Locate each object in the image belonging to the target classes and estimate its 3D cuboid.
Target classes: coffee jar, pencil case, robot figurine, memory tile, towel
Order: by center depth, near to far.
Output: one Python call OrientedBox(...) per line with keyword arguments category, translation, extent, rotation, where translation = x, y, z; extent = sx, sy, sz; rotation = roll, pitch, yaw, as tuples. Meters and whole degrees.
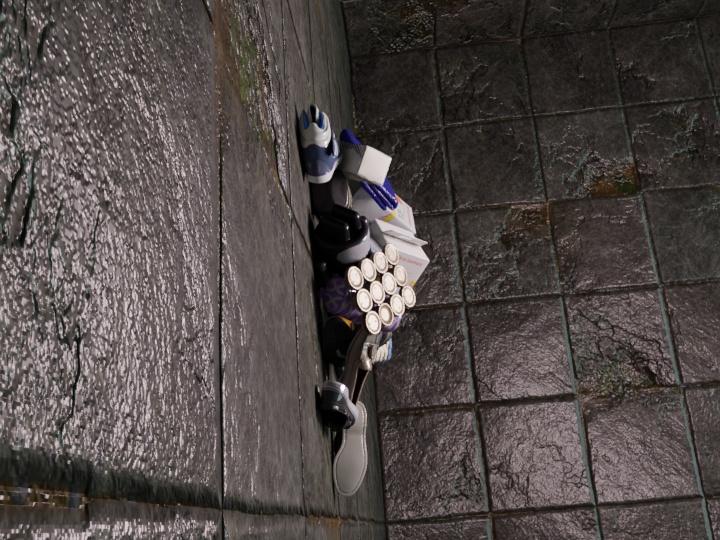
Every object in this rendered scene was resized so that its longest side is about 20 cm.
OrientedBox(category="memory tile", translation=(0.044, 0.039, 1.612), extent=(0.199, 0.017, 0.156), rotation=(-32, 101, -50))
OrientedBox(category="pencil case", translation=(0.002, 0.077, 1.629), extent=(0.198, 0.085, 0.085), rotation=(25, 69, -40))
OrientedBox(category="robot figurine", translation=(-0.039, -0.045, 1.640), extent=(0.126, 0.148, 0.202), rotation=(-114, -167, -45))
OrientedBox(category="coffee jar", translation=(-0.062, -0.166, 1.733), extent=(0.200, 0.084, 0.106), rotation=(39, 45, -85))
OrientedBox(category="towel", translation=(0.015, -0.242, 1.841), extent=(0.147, 0.049, 0.202), rotation=(37, 21, -43))

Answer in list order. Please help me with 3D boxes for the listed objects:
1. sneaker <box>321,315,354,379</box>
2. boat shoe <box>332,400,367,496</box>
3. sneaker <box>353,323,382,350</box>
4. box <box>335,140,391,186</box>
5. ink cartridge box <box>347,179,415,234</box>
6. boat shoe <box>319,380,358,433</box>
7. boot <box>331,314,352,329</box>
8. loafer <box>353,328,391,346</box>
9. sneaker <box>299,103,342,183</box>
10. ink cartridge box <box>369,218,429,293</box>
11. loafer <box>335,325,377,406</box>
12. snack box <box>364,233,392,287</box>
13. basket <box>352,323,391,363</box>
OrientedBox(category="sneaker", translation=(-0.057, 0.147, 1.652), extent=(0.202, 0.074, 0.116), rotation=(77, -9, -46))
OrientedBox(category="boat shoe", translation=(-0.027, 0.385, 1.621), extent=(0.060, 0.072, 0.203), rotation=(122, -27, -62))
OrientedBox(category="sneaker", translation=(0.022, 0.166, 1.754), extent=(0.200, 0.074, 0.081), rotation=(-74, 154, -80))
OrientedBox(category="box", translation=(-0.021, -0.248, 1.705), extent=(0.199, 0.081, 0.069), rotation=(22, -88, 54))
OrientedBox(category="ink cartridge box", translation=(0.025, -0.141, 1.960), extent=(0.199, 0.144, 0.146), rotation=(38, 24, -22))
OrientedBox(category="boat shoe", translation=(-0.046, 0.286, 1.493), extent=(0.201, 0.069, 0.067), rotation=(85, 18, -60))
OrientedBox(category="boot", translation=(-0.032, 0.168, 1.845), extent=(0.202, 0.069, 0.146), rotation=(72, 14, -55))
OrientedBox(category="loafer", translation=(0.019, 0.169, 1.913), extent=(0.199, 0.069, 0.077), rotation=(-27, -103, 50))
OrientedBox(category="sneaker", translation=(-0.083, -0.290, 1.586), extent=(0.201, 0.079, 0.149), rotation=(-81, 170, -57))
OrientedBox(category="ink cartridge box", translation=(0.066, -0.019, 1.859), extent=(0.201, 0.127, 0.126), rotation=(-57, -145, 24))
OrientedBox(category="loafer", translation=(-0.001, 0.213, 1.597), extent=(0.071, 0.062, 0.203), rotation=(14, 102, -52))
OrientedBox(category="snack box", translation=(0.000, 0.000, 1.780), extent=(0.144, 0.052, 0.201), rotation=(-63, -149, 20))
OrientedBox(category="basket", translation=(0.025, 0.176, 2.098), extent=(0.199, 0.137, 0.180), rotation=(-7, 92, -57))
